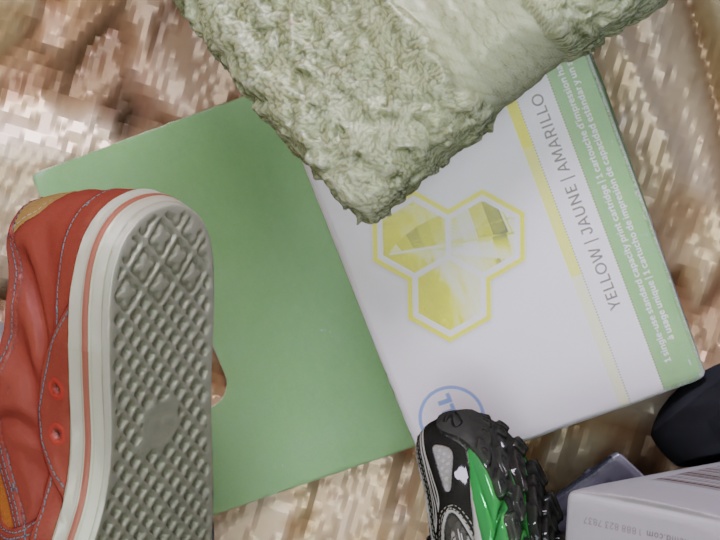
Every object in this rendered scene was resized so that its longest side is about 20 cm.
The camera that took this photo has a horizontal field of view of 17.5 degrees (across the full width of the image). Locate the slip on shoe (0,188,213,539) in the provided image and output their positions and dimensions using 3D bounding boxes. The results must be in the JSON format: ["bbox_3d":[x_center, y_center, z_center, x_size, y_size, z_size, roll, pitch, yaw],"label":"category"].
[{"bbox_3d":[-0.089,0.068,0.748,0.061,0.074,0.201,17,109,35],"label":"slip on shoe"}]

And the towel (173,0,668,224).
[{"bbox_3d":[-0.006,-0.129,0.754,0.148,0.036,0.200,-38,79,7],"label":"towel"}]

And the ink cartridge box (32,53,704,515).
[{"bbox_3d":[0.000,0.000,0.804,0.200,0.048,0.146,-20,99,7],"label":"ink cartridge box"}]

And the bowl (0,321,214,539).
[{"bbox_3d":[-0.166,0.101,0.825,0.200,0.075,0.200,36,102,-2],"label":"bowl"}]

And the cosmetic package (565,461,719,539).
[{"bbox_3d":[0.117,0.166,0.745,0.074,0.102,0.201,6,98,45],"label":"cosmetic package"}]

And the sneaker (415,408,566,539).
[{"bbox_3d":[0.027,0.143,0.771,0.085,0.078,0.201,4,105,11],"label":"sneaker"}]

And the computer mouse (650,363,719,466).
[{"bbox_3d":[0.197,0.035,0.790,0.199,0.059,0.034,-9,79,5],"label":"computer mouse"}]

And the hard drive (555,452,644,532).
[{"bbox_3d":[0.104,0.172,0.830,0.135,0.042,0.200,-38,95,12],"label":"hard drive"}]
